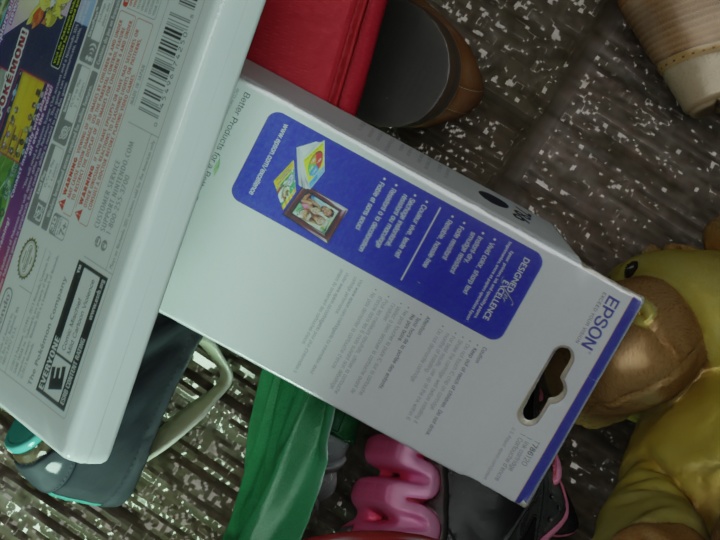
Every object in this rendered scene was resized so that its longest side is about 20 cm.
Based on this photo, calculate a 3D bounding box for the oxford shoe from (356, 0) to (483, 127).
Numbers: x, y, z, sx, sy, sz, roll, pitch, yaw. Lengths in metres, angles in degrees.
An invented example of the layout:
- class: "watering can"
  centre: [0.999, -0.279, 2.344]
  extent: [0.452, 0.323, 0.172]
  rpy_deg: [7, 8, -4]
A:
- class: "oxford shoe"
  centre: [-0.028, -0.123, 0.967]
  extent: [0.200, 0.071, 0.071]
  rpy_deg: [42, 105, 21]

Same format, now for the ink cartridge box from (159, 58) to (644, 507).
- class: "ink cartridge box"
  centre: [0.000, 0.000, 0.855]
  extent: [0.200, 0.039, 0.100]
  rpy_deg: [30, 106, 1]

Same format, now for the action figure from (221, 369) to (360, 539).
- class: "action figure"
  centre: [-0.012, 0.049, 0.929]
  extent: [0.055, 0.118, 0.201]
  rpy_deg: [22, 84, -18]

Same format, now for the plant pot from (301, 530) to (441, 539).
- class: "plant pot"
  centre: [0.004, 0.205, 0.801]
  extent: [0.200, 0.183, 0.201]
  rpy_deg: [8, 53, -10]

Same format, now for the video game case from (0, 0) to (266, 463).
- class: "video game case"
  centre: [-0.116, -0.051, 0.857]
  extent: [0.023, 0.182, 0.201]
  rpy_deg: [13, 100, -39]

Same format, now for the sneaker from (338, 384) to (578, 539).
- class: "sneaker"
  centre: [0.053, 0.077, 0.947]
  extent: [0.095, 0.079, 0.201]
  rpy_deg: [17, 86, -18]

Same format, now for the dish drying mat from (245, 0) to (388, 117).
- class: "dish drying mat"
  centre: [-0.030, -0.101, 0.861]
  extent: [0.077, 0.018, 0.201]
  rpy_deg: [17, 107, 3]

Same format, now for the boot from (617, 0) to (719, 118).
- class: "boot"
  centre: [0.197, -0.168, 0.955]
  extent: [0.199, 0.072, 0.167]
  rpy_deg: [-16, 80, -5]

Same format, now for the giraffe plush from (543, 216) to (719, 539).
- class: "giraffe plush"
  centre: [0.136, 0.062, 0.890]
  extent: [0.172, 0.200, 0.163]
  rpy_deg: [-21, 78, 26]

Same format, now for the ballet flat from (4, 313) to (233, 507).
- class: "ballet flat"
  centre: [-0.074, 0.016, 0.954]
  extent: [0.073, 0.073, 0.200]
  rpy_deg: [31, 76, 5]
